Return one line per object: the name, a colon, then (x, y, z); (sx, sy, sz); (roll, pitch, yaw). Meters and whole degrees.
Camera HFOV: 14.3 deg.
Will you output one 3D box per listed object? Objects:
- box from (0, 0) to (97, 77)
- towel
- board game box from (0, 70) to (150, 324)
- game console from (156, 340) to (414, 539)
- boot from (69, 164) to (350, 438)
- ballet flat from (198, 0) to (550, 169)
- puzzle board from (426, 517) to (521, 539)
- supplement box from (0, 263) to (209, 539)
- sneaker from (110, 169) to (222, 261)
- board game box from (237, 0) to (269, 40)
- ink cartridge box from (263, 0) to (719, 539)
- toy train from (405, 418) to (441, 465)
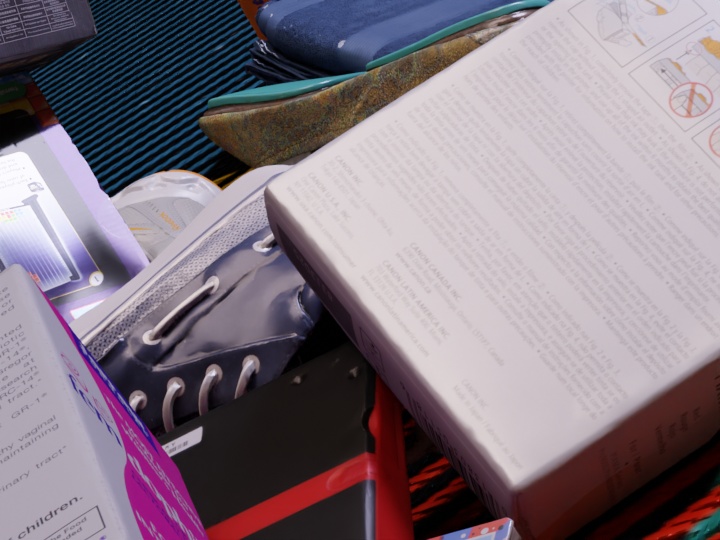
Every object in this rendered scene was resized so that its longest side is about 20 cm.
box: (-0.233, -0.079, 1.187); (0.199, 0.049, 0.158); (-19, -1, -37)
towel: (0.046, -0.091, 1.261); (0.111, 0.049, 0.200); (-24, 27, -29)
board game box: (-0.185, 0.019, 1.138); (0.199, 0.166, 0.057); (-18, -29, -28)
game console: (-0.071, 0.117, 0.968); (0.199, 0.031, 0.177); (-27, 29, 15)
boot: (-0.063, 0.045, 1.071); (0.200, 0.073, 0.090); (-49, 37, -11)
ballet flat: (0.008, -0.057, 1.165); (0.200, 0.071, 0.071); (-13, 22, 44)
puzzle board: (-0.053, 0.149, 0.850); (0.199, 0.017, 0.151); (-19, 32, 29)
supplement box: (-0.100, 0.098, 0.854); (0.103, 0.101, 0.200); (-35, 29, 0)
sneaker: (-0.159, 0.017, 1.475); (0.199, 0.076, 0.092); (-27, 19, 16)
board game box: (0.052, -0.216, 1.575); (0.199, 0.200, 0.200); (-17, 19, 40)
ink cartridge box: (0.090, -0.019, 0.981); (0.200, 0.050, 0.162); (-31, 55, -13)
toy train: (0.056, 0.015, 1.072); (0.200, 0.085, 0.116); (-43, 2, -18)
